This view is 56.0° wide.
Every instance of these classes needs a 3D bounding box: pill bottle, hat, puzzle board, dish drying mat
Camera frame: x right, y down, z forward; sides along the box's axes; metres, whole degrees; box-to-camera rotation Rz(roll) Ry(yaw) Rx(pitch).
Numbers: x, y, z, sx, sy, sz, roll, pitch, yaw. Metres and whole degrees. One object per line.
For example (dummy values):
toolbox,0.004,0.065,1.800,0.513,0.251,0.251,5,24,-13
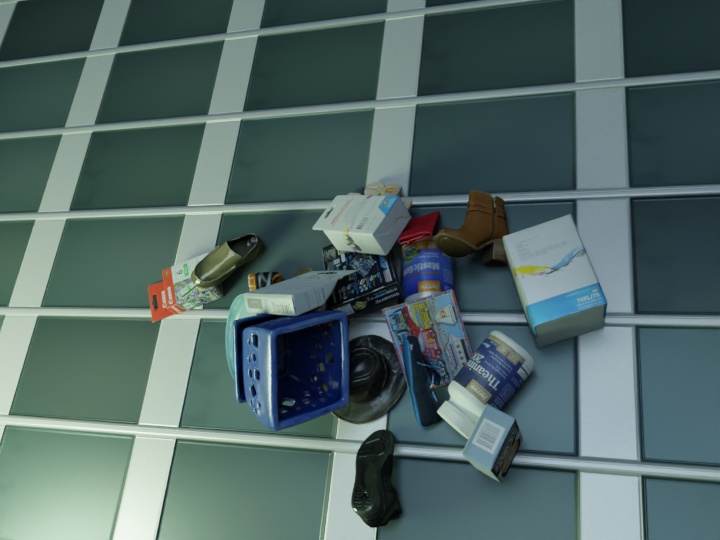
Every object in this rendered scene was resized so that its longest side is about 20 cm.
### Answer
pill bottle,0.147,0.037,1.453,0.111,0.112,0.202,-8,64,14
hat,-0.002,0.222,1.439,0.198,0.081,0.203,-6,67,15
puzzle board,0.144,0.149,1.382,0.149,0.202,0.017,-16,19,11
dish drying mat,0.131,-0.094,1.485,0.076,0.200,0.018,-19,101,16
pill bottle,0.244,0.228,1.339,0.111,0.111,0.200,37,82,27

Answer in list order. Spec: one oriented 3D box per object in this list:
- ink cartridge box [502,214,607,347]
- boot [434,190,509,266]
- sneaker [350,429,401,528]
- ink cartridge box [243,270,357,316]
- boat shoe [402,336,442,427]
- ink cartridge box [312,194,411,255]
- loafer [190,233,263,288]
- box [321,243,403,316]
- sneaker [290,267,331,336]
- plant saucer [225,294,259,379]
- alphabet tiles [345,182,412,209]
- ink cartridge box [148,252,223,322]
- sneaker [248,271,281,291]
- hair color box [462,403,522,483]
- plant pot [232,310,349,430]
ink cartridge box,0.387,0.023,1.362,0.144,0.147,0.202,-18,64,9
boot,0.239,-0.103,1.457,0.073,0.198,0.157,-20,60,50
sneaker,0.037,0.421,1.352,0.075,0.115,0.201,-11,37,18
ink cartridge box,-0.120,0.045,1.433,0.161,0.199,0.058,-1,99,44
boat shoe,0.129,0.217,1.364,0.068,0.202,0.084,-13,27,-3
ink cartridge box,0.001,-0.104,1.500,0.199,0.068,0.116,8,54,46
loafer,-0.321,-0.034,1.627,0.199,0.068,0.076,-38,72,-23
box,0.000,0.000,1.519,0.157,0.046,0.201,-22,43,9
sneaker,-0.099,0.076,1.551,0.071,0.113,0.200,-34,32,3
plant saucer,-0.256,0.154,1.521,0.199,0.027,0.203,-4,86,58
alphabet tiles,0.020,-0.129,1.584,0.194,0.015,0.201,9,56,34
ink cartridge box,-0.444,0.043,1.676,0.198,0.050,0.110,-20,63,7
sneaker,-0.208,0.087,1.570,0.076,0.078,0.202,-14,66,-1
hair color box,0.247,0.322,1.247,0.060,0.200,0.100,24,76,24
plant pot,-0.150,0.182,1.368,0.179,0.199,0.203,10,104,46
